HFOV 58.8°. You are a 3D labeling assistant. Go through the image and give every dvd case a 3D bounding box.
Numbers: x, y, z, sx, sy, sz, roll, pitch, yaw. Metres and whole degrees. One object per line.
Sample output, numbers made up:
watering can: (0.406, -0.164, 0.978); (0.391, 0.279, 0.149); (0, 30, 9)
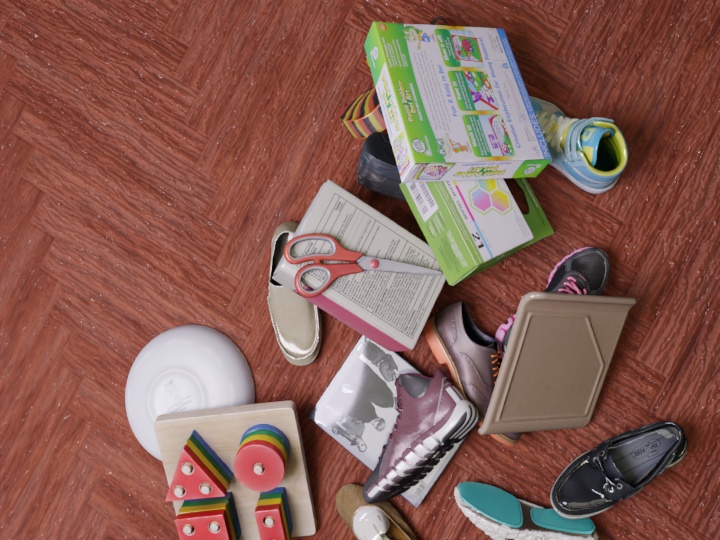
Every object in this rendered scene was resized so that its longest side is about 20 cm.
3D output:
dvd case: (0.044, 0.205, 0.897); (0.198, 0.025, 0.152); (37, 92, 6)

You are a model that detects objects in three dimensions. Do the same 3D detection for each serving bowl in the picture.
serving bowl: (-0.252, 0.182, 0.913); (0.193, 0.066, 0.208); (0, 86, 7)

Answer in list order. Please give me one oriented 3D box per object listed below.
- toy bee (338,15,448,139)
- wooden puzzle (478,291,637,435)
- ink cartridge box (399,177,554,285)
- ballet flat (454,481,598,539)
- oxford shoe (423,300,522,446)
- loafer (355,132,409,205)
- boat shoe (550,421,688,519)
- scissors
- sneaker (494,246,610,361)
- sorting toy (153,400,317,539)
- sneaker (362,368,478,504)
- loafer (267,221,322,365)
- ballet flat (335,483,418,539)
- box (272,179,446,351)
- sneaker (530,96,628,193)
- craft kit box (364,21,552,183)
toy bee: (0.061, -0.255, 0.865); (0.128, 0.109, 0.204); (20, 108, -35)
wooden puzzle: (0.244, 0.116, 0.804); (0.180, 0.037, 0.206); (4, 114, -27)
ink cartridge box: (0.169, -0.093, 0.822); (0.196, 0.076, 0.151); (-23, 80, -27)
ballet flat: (0.215, 0.344, 0.851); (0.193, 0.072, 0.074); (14, 89, 7)
oxford shoe: (0.163, 0.137, 0.852); (0.072, 0.071, 0.203); (-37, 83, 28)
loafer: (0.086, -0.121, 0.891); (0.195, 0.073, 0.074); (24, 52, -5)
boat shoe: (0.334, 0.253, 0.826); (0.194, 0.067, 0.076); (-24, 57, 3)
scissors: (0.005, -0.016, 0.773); (0.193, 0.014, 0.076); (-8, 83, -14)
sneaker: (0.261, 0.051, 0.843); (0.079, 0.095, 0.201); (42, 91, 9)
sorting toy: (-0.171, 0.292, 0.859); (0.193, 0.070, 0.206); (-7, 108, 5)
sneaker: (0.060, 0.212, 0.858); (0.200, 0.075, 0.117); (-45, 56, 15)
loafer: (-0.099, 0.032, 0.900); (0.073, 0.068, 0.207); (-9, 86, 6)
ballet flat: (0.041, 0.373, 0.864); (0.068, 0.072, 0.200); (-44, 83, 4)
box: (0.000, 0.000, 0.834); (0.197, 0.109, 0.130); (32, 76, -8)
sneaker: (0.264, -0.182, 0.835); (0.197, 0.130, 0.081); (32, 92, 8)
craft kit box: (0.117, -0.208, 0.783); (0.191, 0.049, 0.206); (-3, 67, -24)
